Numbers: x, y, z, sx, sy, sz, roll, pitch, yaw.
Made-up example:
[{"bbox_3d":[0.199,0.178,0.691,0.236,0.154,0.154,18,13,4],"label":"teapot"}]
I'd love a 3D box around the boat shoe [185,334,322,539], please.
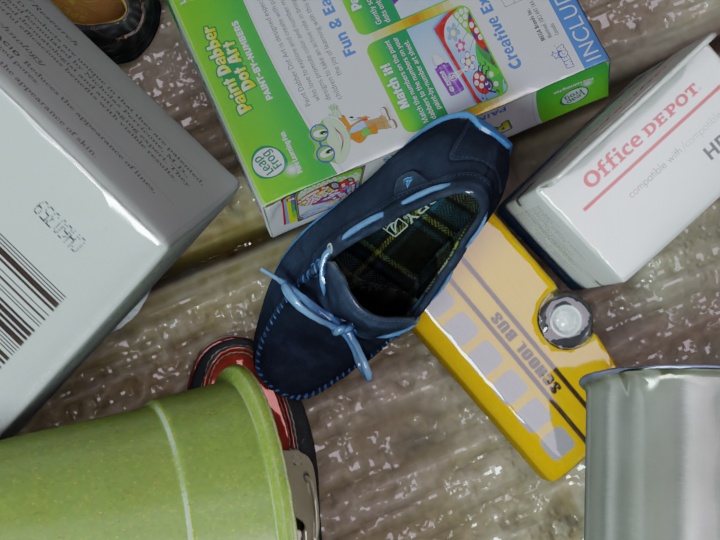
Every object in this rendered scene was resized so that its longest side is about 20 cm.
[{"bbox_3d":[-0.056,0.133,1.337,0.071,0.063,0.200,-6,87,-2],"label":"boat shoe"}]

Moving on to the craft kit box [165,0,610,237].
[{"bbox_3d":[0.003,-0.143,1.327,0.197,0.049,0.200,-21,66,-7],"label":"craft kit box"}]

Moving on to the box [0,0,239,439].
[{"bbox_3d":[-0.207,-0.029,1.268,0.200,0.131,0.199,44,110,0],"label":"box"}]

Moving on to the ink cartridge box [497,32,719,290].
[{"bbox_3d":[0.145,-0.052,1.287,0.116,0.200,0.067,-42,91,-4],"label":"ink cartridge box"}]

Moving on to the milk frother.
[{"bbox_3d":[0.136,0.155,1.284,0.200,0.180,0.189,-2,77,19],"label":"milk frother"}]

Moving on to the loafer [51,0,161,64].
[{"bbox_3d":[-0.202,-0.173,1.335,0.200,0.072,0.073,19,88,-2],"label":"loafer"}]

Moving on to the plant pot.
[{"bbox_3d":[-0.143,0.152,1.199,0.190,0.200,0.201,-4,88,-16],"label":"plant pot"}]

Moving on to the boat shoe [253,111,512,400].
[{"bbox_3d":[0.000,0.000,1.269,0.084,0.069,0.200,27,125,-11],"label":"boat shoe"}]

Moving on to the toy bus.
[{"bbox_3d":[0.064,0.014,1.348,0.078,0.065,0.200,-41,91,-3],"label":"toy bus"}]
